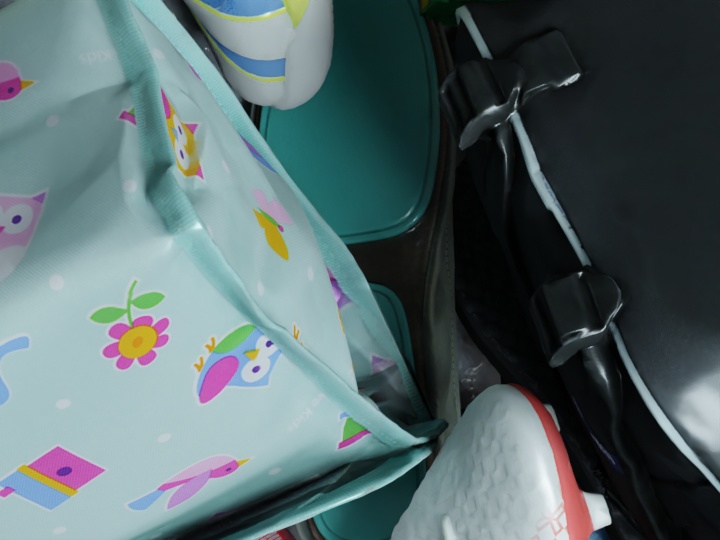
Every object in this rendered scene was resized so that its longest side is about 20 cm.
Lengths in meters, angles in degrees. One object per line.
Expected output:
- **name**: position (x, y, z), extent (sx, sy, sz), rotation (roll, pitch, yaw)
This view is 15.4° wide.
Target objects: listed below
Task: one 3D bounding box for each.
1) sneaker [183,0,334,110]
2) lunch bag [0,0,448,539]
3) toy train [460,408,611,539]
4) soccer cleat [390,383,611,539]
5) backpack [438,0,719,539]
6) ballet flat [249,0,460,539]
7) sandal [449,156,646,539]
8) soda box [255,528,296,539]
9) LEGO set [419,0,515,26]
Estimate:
- **sneaker**: position (-0.079, -0.130, 0.768), extent (0.105, 0.076, 0.200), rotation (-21, 109, -12)
- **lunch bag**: position (-0.083, 0.034, 0.738), extent (0.170, 0.122, 0.200), rotation (-26, 144, 9)
- **toy train**: position (0.055, 0.156, 0.895), extent (0.085, 0.116, 0.200), rotation (2, 105, -54)
- **soccer cleat**: position (0.018, 0.113, 0.782), extent (0.085, 0.069, 0.200), rotation (-10, 139, -20)
- **backpack**: position (0.117, 0.010, 0.734), extent (0.150, 0.178, 0.200), rotation (-22, 144, -2)
- **ballet flat**: position (0.000, 0.000, 0.854), extent (0.067, 0.064, 0.200), rotation (-2, 83, 7)
- **sandal**: position (0.080, 0.039, 0.865), extent (0.075, 0.200, 0.045), rotation (-20, 152, -12)
- **soda box**: position (-0.096, 0.154, 0.827), extent (0.200, 0.063, 0.070), rotation (-32, 153, -19)
- **LEGO set**: position (0.110, -0.141, 0.801), extent (0.200, 0.154, 0.116), rotation (1, 81, -4)
